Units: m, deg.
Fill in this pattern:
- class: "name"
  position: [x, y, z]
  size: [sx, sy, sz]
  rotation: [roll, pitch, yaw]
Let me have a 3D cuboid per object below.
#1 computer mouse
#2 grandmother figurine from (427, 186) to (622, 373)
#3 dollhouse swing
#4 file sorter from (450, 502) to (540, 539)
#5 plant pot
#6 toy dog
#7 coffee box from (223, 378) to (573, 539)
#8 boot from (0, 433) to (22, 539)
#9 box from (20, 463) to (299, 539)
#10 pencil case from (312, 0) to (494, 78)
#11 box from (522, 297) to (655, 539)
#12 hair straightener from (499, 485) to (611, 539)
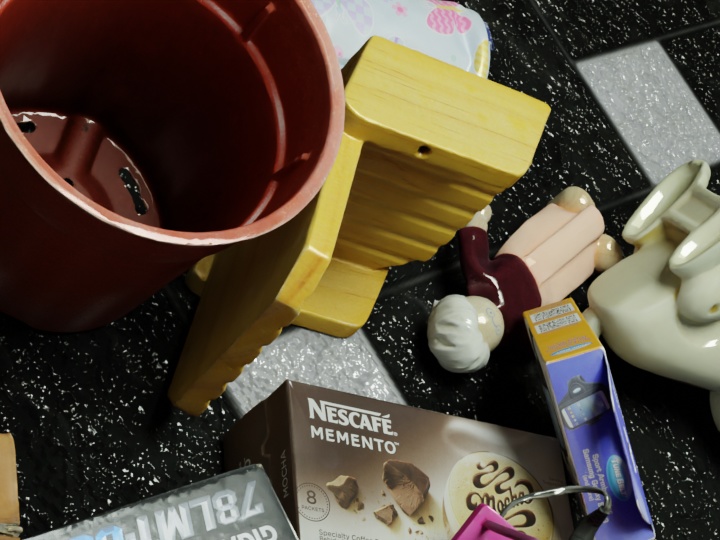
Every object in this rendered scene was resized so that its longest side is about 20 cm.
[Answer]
- class: "computer mouse"
  position: [-0.124, -0.080, 1.086]
  size: [0.199, 0.034, 0.059]
  rotation: [1, 75, -30]
- class: "grandmother figurine"
  position: [0.107, 0.008, 1.171]
  size: [0.122, 0.060, 0.200]
  rotation: [52, 44, -1]
- class: "dollhouse swing"
  position: [0.000, 0.000, 0.995]
  size: [0.181, 0.200, 0.177]
  rotation: [18, 50, -26]
- class: "file sorter"
  position: [0.064, 0.245, 0.859]
  size: [0.139, 0.125, 0.200]
  rotation: [41, 81, -5]
- class: "plant pot"
  position: [-0.140, -0.069, 0.930]
  size: [0.199, 0.195, 0.202]
  rotation: [12, 62, -25]
- class: "toy dog"
  position: [0.267, 0.054, 1.194]
  size: [0.194, 0.139, 0.200]
  rotation: [-47, 109, -7]
- class: "coffee box"
  position: [0.025, 0.147, 0.997]
  size: [0.199, 0.080, 0.114]
  rotation: [15, 52, -29]
- class: "boot"
  position: [-0.247, 0.080, 0.823]
  size: [0.199, 0.068, 0.189]
  rotation: [10, 56, -47]
- class: "box"
  position: [-0.155, 0.170, 0.763]
  size: [0.199, 0.199, 0.050]
  rotation: [-13, 67, -42]
- class: "pencil case"
  position: [-0.004, -0.156, 1.185]
  size: [0.199, 0.083, 0.091]
  rotation: [8, 55, -32]
- class: "box"
  position: [0.139, 0.093, 1.042]
  size: [0.200, 0.041, 0.120]
  rotation: [-69, 143, -81]
- class: "hair straightener"
  position: [0.074, 0.201, 0.938]
  size: [0.077, 0.041, 0.201]
  rotation: [36, 87, -30]
